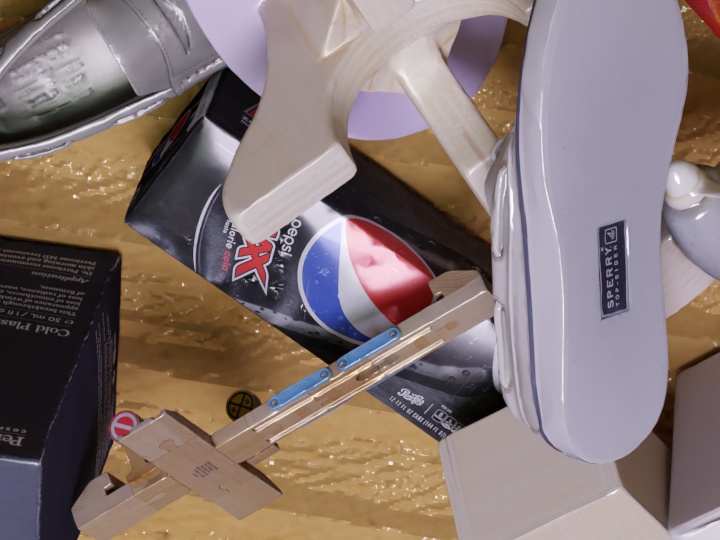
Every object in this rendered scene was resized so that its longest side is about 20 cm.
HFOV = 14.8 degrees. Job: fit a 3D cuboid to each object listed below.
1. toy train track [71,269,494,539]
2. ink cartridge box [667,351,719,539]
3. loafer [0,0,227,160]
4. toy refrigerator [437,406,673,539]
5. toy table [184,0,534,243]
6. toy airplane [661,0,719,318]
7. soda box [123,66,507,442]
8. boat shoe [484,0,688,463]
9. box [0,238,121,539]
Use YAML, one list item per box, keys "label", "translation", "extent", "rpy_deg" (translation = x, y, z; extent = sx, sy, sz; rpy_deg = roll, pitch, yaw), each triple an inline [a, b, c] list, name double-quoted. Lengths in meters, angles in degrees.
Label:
- label: "toy train track"
  translation: [-0.034, 0.049, 1.150]
  extent: [0.199, 0.033, 0.115]
  rpy_deg: [-30, 150, 10]
- label: "ink cartridge box"
  translation: [0.240, 0.122, 1.176]
  extent: [0.144, 0.147, 0.200]
  rpy_deg: [-27, 110, 18]
- label: "loafer"
  translation: [-0.087, -0.099, 1.149]
  extent: [0.199, 0.070, 0.070]
  rpy_deg: [-30, 109, 19]
- label: "toy refrigerator"
  translation: [0.117, 0.124, 1.193]
  extent: [0.076, 0.070, 0.200]
  rpy_deg: [-27, 139, 18]
- label: "toy table"
  translation: [0.007, -0.101, 1.072]
  extent: [0.184, 0.117, 0.200]
  rpy_deg: [-44, 133, 9]
- label: "toy airplane"
  translation: [0.194, -0.075, 1.086]
  extent: [0.198, 0.141, 0.201]
  rpy_deg: [1, 102, -17]
- label: "soda box"
  translation: [0.000, 0.000, 1.187]
  extent: [0.200, 0.071, 0.063]
  rpy_deg: [35, 114, -11]
- label: "boat shoe"
  translation: [0.079, -0.030, 1.040]
  extent: [0.072, 0.066, 0.201]
  rpy_deg: [-17, 112, -31]
- label: "box"
  translation: [-0.216, 0.065, 1.183]
  extent: [0.199, 0.182, 0.105]
  rpy_deg: [8, 117, 3]
